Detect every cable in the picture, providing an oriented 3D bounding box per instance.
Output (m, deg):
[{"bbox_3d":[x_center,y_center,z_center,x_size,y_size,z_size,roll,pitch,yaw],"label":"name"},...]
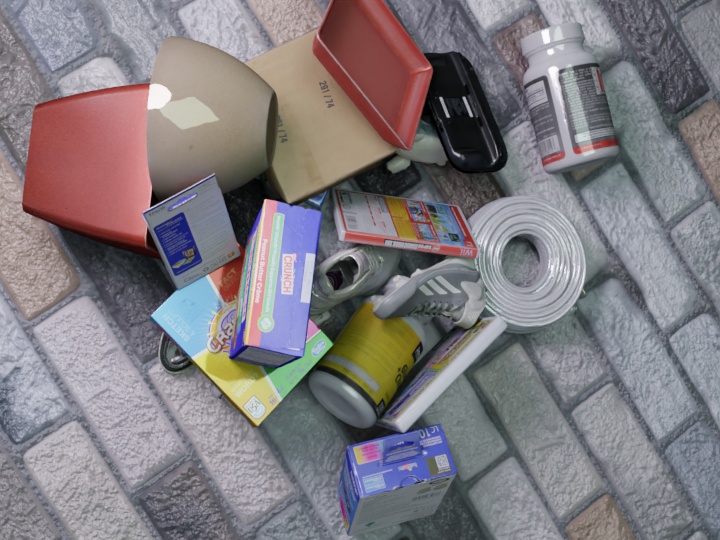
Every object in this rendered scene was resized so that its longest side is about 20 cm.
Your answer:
[{"bbox_3d":[0.235,-0.009,1.451,0.197,0.069,0.203,-20,91,-13],"label":"cable"}]

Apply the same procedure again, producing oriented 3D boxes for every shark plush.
[{"bbox_3d":[0.111,-0.208,1.443,0.196,0.091,0.084,-6,57,-8],"label":"shark plush"}]

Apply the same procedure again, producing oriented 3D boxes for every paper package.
[{"bbox_3d":[-0.072,-0.211,1.358,0.188,0.103,0.203,-26,93,-12],"label":"paper package"}]

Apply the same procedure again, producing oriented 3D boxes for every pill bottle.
[{"bbox_3d":[0.306,-0.254,1.461,0.114,0.116,0.204,-13,89,-13],"label":"pill bottle"},{"bbox_3d":[0.023,0.108,1.365,0.112,0.112,0.201,40,66,-7],"label":"pill bottle"}]

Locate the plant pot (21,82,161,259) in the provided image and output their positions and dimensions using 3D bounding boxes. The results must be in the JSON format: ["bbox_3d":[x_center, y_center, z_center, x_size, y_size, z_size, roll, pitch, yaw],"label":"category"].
[{"bbox_3d":[-0.326,-0.128,1.281,0.173,0.200,0.204,6,85,3],"label":"plant pot"}]

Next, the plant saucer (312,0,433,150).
[{"bbox_3d":[0.014,-0.282,1.313,0.200,0.036,0.201,47,39,-27],"label":"plant saucer"}]

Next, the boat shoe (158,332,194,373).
[{"bbox_3d":[-0.208,0.053,1.349,0.074,0.066,0.200,42,78,-6],"label":"boat shoe"}]

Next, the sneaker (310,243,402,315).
[{"bbox_3d":[0.000,0.000,1.365,0.199,0.099,0.076,-32,90,-38],"label":"sneaker"}]

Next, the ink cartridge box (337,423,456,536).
[{"bbox_3d":[0.047,0.276,1.317,0.134,0.201,0.077,-11,63,-14],"label":"ink cartridge box"}]

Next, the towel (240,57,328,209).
[{"bbox_3d":[-0.114,-0.196,1.412,0.198,0.024,0.149,28,81,-9],"label":"towel"}]

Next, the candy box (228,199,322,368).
[{"bbox_3d":[-0.106,0.024,1.198,0.076,0.200,0.172,10,78,-12],"label":"candy box"}]

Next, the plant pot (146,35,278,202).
[{"bbox_3d":[-0.173,-0.181,1.218,0.132,0.200,0.204,5,85,3],"label":"plant pot"}]

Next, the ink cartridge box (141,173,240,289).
[{"bbox_3d":[-0.205,-0.052,1.193,0.094,0.201,0.037,-30,68,-12],"label":"ink cartridge box"}]

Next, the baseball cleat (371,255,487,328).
[{"bbox_3d":[0.105,0.040,1.326,0.199,0.070,0.107,-28,81,-39],"label":"baseball cleat"}]

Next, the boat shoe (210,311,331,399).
[{"bbox_3d":[-0.120,0.114,1.366,0.070,0.071,0.200,45,72,-2],"label":"boat shoe"}]

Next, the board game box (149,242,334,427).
[{"bbox_3d":[-0.156,0.081,1.302,0.200,0.040,0.153,45,74,-4],"label":"board game box"}]

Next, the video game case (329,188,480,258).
[{"bbox_3d":[0.059,-0.068,1.387,0.196,0.144,0.018,7,117,-12],"label":"video game case"}]

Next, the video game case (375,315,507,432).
[{"bbox_3d":[0.101,0.141,1.352,0.200,0.182,0.022,-44,94,-12],"label":"video game case"}]

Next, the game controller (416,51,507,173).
[{"bbox_3d":[0.144,-0.231,1.429,0.103,0.042,0.203,-10,68,-24],"label":"game controller"}]
